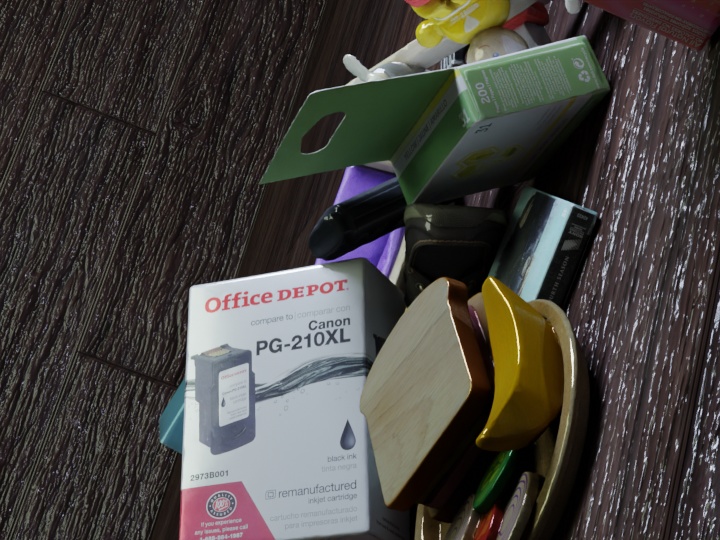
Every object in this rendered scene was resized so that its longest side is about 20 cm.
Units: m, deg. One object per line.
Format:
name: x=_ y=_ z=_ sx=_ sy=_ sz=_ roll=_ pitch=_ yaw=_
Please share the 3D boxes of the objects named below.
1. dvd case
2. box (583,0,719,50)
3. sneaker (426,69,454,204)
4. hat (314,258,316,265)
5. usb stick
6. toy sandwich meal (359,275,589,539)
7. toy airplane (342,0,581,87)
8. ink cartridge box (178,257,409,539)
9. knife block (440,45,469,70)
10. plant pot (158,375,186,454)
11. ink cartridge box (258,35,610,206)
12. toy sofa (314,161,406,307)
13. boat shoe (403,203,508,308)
dvd case: x=0.091 y=0.047 z=1.090 sx=0.146 sy=0.022 sz=0.201 roll=-126 pitch=56 yaw=-80
box: x=0.119 y=-0.215 z=0.909 sx=0.095 sy=0.199 sz=0.103 roll=121 pitch=165 yaw=-44
sneaker: x=0.067 y=-0.111 z=1.495 sx=0.082 sy=0.074 sz=0.201 roll=-53 pitch=28 yaw=42
hat: x=0.000 y=-0.006 z=1.569 sx=0.201 sy=0.080 sz=0.202 roll=-164 pitch=90 yaw=-86
usb stick: x=0.041 y=-0.056 z=1.243 sx=0.200 sy=0.033 sz=0.055 roll=-27 pitch=-9 yaw=-41
toy sandwich meal: x=0.057 y=0.093 z=0.951 sx=0.205 sy=0.070 sz=0.206 roll=-160 pitch=90 yaw=-74
toy airplane: x=0.089 y=-0.179 z=1.196 sx=0.200 sy=0.198 sz=0.142 roll=106 pitch=153 yaw=-57
ink cartridge box: x=-0.045 y=0.104 z=1.204 sx=0.084 sy=0.144 sz=0.201 roll=44 pitch=-139 yaw=-59
knife block: x=0.118 y=-0.255 z=1.480 sx=0.200 sy=0.064 sz=0.176 roll=-91 pitch=24 yaw=-68
plant pot: x=-0.108 y=0.115 z=1.825 sx=0.201 sy=0.141 sz=0.141 roll=-63 pitch=9 yaw=1
ink cartridge box: x=0.046 y=-0.087 z=1.126 sx=0.048 sy=0.199 sz=0.146 roll=68 pitch=157 yaw=14
toy sofa: x=0.000 y=0.000 z=1.330 sx=0.098 sy=0.082 sz=0.201 roll=56 pitch=-129 yaw=-70
boat shoe: x=0.066 y=0.000 z=1.200 sx=0.200 sy=0.074 sz=0.074 roll=69 pitch=-157 yaw=-80
